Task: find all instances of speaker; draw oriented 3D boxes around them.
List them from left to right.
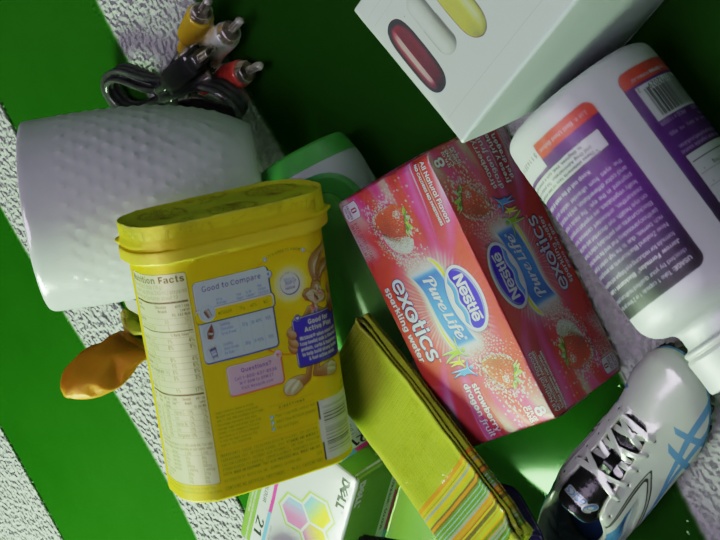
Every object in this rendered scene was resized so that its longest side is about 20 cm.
[{"bbox_3d":[0.000,0.000,1.094,0.088,0.088,0.202,-28,89,45],"label":"speaker"}]

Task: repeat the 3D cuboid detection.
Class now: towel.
[{"bbox_3d":[0.042,0.131,1.023,0.201,0.018,0.086,53,137,23],"label":"towel"}]

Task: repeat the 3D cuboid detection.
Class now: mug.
[{"bbox_3d":[-0.165,-0.065,1.129,0.200,0.173,0.149,-107,8,-67],"label":"mug"}]

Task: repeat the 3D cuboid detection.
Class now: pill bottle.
[{"bbox_3d":[0.191,-0.030,0.885,0.201,0.111,0.111,55,135,9],"label":"pill bottle"}]

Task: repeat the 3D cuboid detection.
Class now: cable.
[{"bbox_3d":[-0.147,-0.160,1.205,0.098,0.050,0.199,54,150,-13],"label":"cable"}]

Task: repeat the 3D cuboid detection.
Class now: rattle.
[{"bbox_3d":[-0.187,0.002,1.235,0.131,0.141,0.201,63,145,27],"label":"rattle"}]

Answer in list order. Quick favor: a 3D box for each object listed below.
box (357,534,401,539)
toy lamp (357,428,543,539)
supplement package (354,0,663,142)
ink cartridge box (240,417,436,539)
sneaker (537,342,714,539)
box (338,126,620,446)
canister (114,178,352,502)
[{"bbox_3d":[0.073,0.317,1.156,0.159,0.049,0.202,5,116,15],"label":"box"},{"bbox_3d":[0.067,0.155,1.078,0.200,0.058,0.059,42,135,47],"label":"toy lamp"},{"bbox_3d":[0.121,-0.196,0.844,0.111,0.155,0.200,50,134,12],"label":"supplement package"},{"bbox_3d":[0.005,0.210,1.188,0.199,0.075,0.149,35,129,28],"label":"ink cartridge box"},{"bbox_3d":[0.181,0.135,0.997,0.072,0.072,0.201,41,130,23],"label":"sneaker"},{"bbox_3d":[0.084,0.011,1.012,0.099,0.095,0.202,-26,90,45],"label":"box"},{"bbox_3d":[-0.086,0.049,1.025,0.086,0.147,0.203,19,120,62],"label":"canister"}]
